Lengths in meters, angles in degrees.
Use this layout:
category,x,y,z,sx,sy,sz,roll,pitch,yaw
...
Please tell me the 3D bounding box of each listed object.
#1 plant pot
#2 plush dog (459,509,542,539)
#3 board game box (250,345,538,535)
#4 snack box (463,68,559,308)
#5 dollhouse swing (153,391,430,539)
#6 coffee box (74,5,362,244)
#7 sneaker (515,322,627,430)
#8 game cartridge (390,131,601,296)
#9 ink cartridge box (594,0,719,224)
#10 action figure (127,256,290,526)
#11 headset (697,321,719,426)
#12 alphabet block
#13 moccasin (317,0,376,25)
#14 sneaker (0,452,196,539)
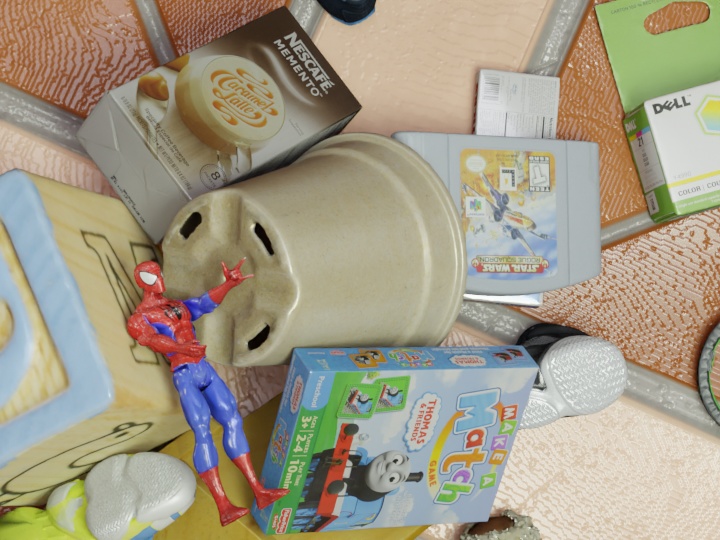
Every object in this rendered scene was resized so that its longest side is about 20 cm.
category,x,y,z,sx,sy,sz,roll,pitch,yaw
plant pot,-0.050,-0.003,1.501,0.200,0.183,0.201,6,100,36
plush dog,0.165,0.306,1.574,0.171,0.200,0.161,0,118,4
board game box,0.027,0.130,1.491,0.200,0.037,0.152,0,121,-28
snack box,0.128,-0.070,1.663,0.072,0.024,0.200,6,84,-7
dollhouse swing,-0.062,0.223,1.582,0.200,0.176,0.182,37,117,19
coffee box,-0.113,-0.121,1.569,0.200,0.080,0.114,-33,84,-39
sneaker,0.119,0.094,1.606,0.200,0.114,0.076,-11,97,4
game cartridge,0.116,-0.045,1.610,0.200,0.042,0.133,0,82,-29
ink cartridge box,0.300,-0.156,1.664,0.148,0.076,0.200,-16,87,-7
action figure,-0.103,0.074,1.397,0.065,0.099,0.200,-21,80,-45
headset,0.390,0.098,1.662,0.200,0.094,0.124,12,87,11
alphabet block,-0.254,0.058,1.484,0.195,0.200,0.197,-26,76,16
moccasin,-0.045,-0.304,1.647,0.080,0.068,0.200,-41,88,-6
sneaker,-0.193,0.208,1.518,0.200,0.105,0.076,-20,43,26
